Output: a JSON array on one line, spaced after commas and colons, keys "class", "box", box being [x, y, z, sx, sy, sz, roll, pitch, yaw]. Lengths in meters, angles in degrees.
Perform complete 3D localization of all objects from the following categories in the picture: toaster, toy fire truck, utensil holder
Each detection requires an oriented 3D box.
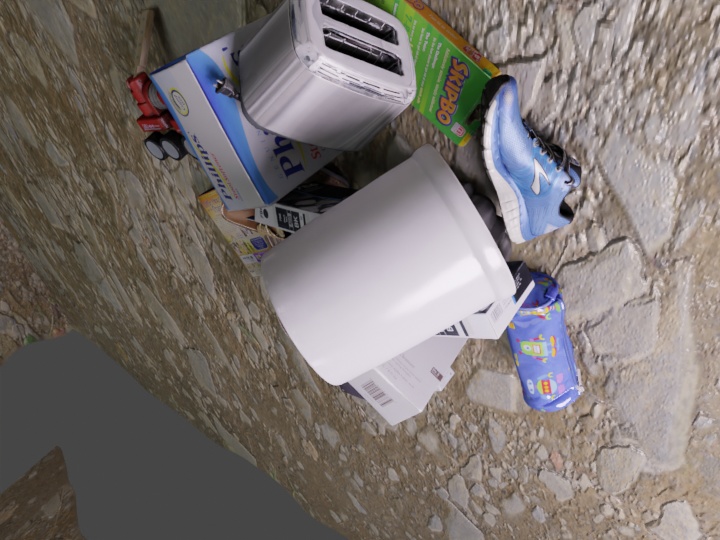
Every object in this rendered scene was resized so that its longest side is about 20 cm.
[{"class": "toaster", "box": [-0.036, -0.207, 0.566, 0.129, 0.199, 0.114, -26, 65, 48]}, {"class": "toy fire truck", "box": [-0.301, -0.294, 0.864, 0.175, 0.129, 0.200, 10, 142, 40]}, {"class": "utensil holder", "box": [0.025, -0.001, 0.548, 0.170, 0.199, 0.170, 58, -174, -10]}]

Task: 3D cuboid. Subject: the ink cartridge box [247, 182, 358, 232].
[{"class": "ink cartridge box", "box": [-0.066, -0.082, 0.712, 0.200, 0.099, 0.039, 17, 122, 49]}]

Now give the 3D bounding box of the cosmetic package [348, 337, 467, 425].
[{"class": "cosmetic package", "box": [0.075, 0.109, 0.793, 0.113, 0.200, 0.081, 44, 140, -2]}]

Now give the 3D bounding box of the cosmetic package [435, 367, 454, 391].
[{"class": "cosmetic package", "box": [0.052, 0.149, 0.992, 0.200, 0.052, 0.151, -17, 110, 53]}]

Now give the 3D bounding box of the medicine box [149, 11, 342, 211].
[{"class": "medicine box", "box": [-0.114, -0.202, 0.670, 0.103, 0.200, 0.183, 3, 128, 46]}]

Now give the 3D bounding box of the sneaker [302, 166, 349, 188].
[{"class": "sneaker", "box": [-0.106, -0.178, 0.816, 0.199, 0.109, 0.070, 17, 145, -13]}]

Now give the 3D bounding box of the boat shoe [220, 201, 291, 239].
[{"class": "boat shoe", "box": [-0.122, -0.085, 0.848, 0.199, 0.074, 0.076, 8, 111, 5]}]

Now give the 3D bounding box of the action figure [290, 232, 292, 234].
[{"class": "action figure", "box": [0.000, 0.000, 0.786, 0.199, 0.195, 0.104, 15, 161, -38]}]

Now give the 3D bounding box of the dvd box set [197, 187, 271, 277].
[{"class": "dvd box set", "box": [-0.221, -0.078, 1.058, 0.146, 0.029, 0.200, -8, 120, 50]}]

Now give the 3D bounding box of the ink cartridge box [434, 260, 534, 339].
[{"class": "ink cartridge box", "box": [0.096, 0.035, 0.652, 0.199, 0.099, 0.039, -7, 121, 48]}]

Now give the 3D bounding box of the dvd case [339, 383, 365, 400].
[{"class": "dvd case", "box": [-0.013, 0.175, 1.029, 0.148, 0.016, 0.201, 10, 131, 42]}]

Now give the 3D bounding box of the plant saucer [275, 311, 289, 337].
[{"class": "plant saucer", "box": [-0.045, 0.047, 0.912, 0.200, 0.200, 0.032, 45, -170, 0]}]

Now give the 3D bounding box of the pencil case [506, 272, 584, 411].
[{"class": "pencil case", "box": [0.241, 0.099, 0.719, 0.086, 0.078, 0.201, 1, 126, 36]}]

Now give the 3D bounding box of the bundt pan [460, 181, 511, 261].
[{"class": "bundt pan", "box": [0.109, -0.041, 0.714, 0.201, 0.076, 0.203, 27, 142, 23]}]

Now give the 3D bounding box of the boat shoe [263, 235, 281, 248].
[{"class": "boat shoe", "box": [-0.127, -0.063, 0.953, 0.073, 0.074, 0.201, 9, 124, 54]}]

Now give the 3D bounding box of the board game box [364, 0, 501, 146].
[{"class": "board game box", "box": [0.066, -0.235, 0.604, 0.200, 0.030, 0.096, 45, 146, 5]}]

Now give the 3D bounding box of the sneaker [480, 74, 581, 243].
[{"class": "sneaker", "box": [0.179, -0.118, 0.569, 0.089, 0.079, 0.200, -12, 134, 24]}]
